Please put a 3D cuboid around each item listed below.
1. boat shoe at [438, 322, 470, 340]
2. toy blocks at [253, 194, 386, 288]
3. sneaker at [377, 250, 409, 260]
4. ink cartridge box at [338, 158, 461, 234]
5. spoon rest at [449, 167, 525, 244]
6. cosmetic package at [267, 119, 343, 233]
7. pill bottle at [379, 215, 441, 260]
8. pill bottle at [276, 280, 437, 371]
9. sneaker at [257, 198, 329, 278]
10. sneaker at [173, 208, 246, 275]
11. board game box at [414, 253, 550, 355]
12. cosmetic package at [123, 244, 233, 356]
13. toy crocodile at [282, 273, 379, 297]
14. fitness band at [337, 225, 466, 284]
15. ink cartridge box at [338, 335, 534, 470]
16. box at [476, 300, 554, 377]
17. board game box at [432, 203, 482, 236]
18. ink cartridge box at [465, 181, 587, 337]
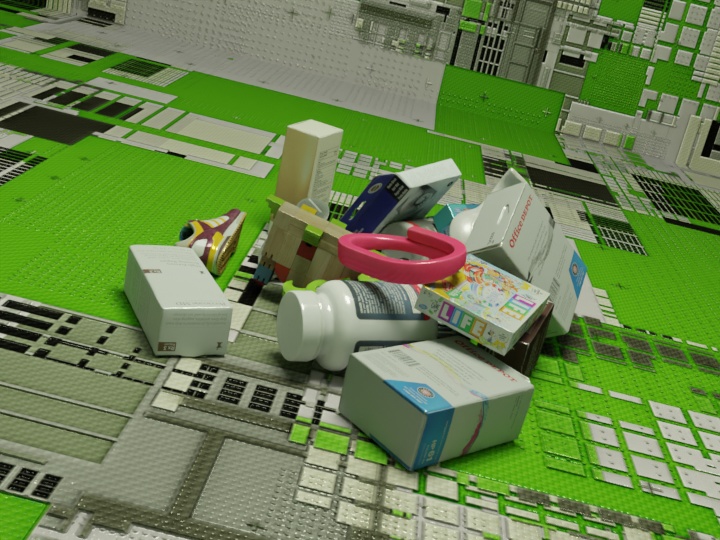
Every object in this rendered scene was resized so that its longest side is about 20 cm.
[{"bbox_3d":[0.076,0.075,1.421,0.198,0.063,0.072,23,24,26],"label":"boat shoe"},{"bbox_3d":[-0.076,-0.006,1.447,0.197,0.139,0.100,25,20,0],"label":"toy blocks"},{"bbox_3d":[0.000,0.000,1.509,0.197,0.086,0.076,8,5,29],"label":"sneaker"},{"bbox_3d":[0.052,-0.101,1.632,0.198,0.200,0.041,-17,67,-44],"label":"ink cartridge box"},{"bbox_3d":[0.210,-0.083,1.586,0.099,0.061,0.201,42,56,-8],"label":"spoon rest"},{"bbox_3d":[-0.099,-0.159,1.723,0.070,0.204,0.105,19,20,18],"label":"cosmetic package"},{"bbox_3d":[0.125,-0.037,1.673,0.113,0.116,0.198,27,24,34],"label":"pill bottle"},{"bbox_3d":[-0.006,0.074,1.288,0.197,0.122,0.120,3,22,-28],"label":"pill bottle"},{"bbox_3d":[-0.110,-0.037,1.600,0.069,0.081,0.201,25,42,11],"label":"sneaker"},{"bbox_3d":[-0.243,-0.061,1.556,0.089,0.076,0.200,18,19,-3],"label":"sneaker"},{"bbox_3d":[0.169,0.041,1.300,0.133,0.035,0.199,27,23,16],"label":"board game box"},{"bbox_3d":[-0.250,0.037,1.298,0.100,0.075,0.200,1,22,-29],"label":"cosmetic package"},{"bbox_3d":[-0.018,0.035,1.393,0.196,0.068,0.062,-9,38,3],"label":"toy crocodile"},{"bbox_3d":[0.055,-0.022,1.312,0.142,0.038,0.199,-14,21,-35],"label":"fitness band"},{"bbox_3d":[0.095,0.157,1.186,0.198,0.086,0.144,-7,28,-41],"label":"ink cartridge box"},{"bbox_3d":[0.216,0.108,1.374,0.074,0.102,0.200,18,20,14],"label":"box"},{"bbox_3d":[0.220,-0.014,1.611,0.149,0.047,0.203,-2,62,-40],"label":"board game box"},{"bbox_3d":[0.261,-0.013,1.512,0.083,0.201,0.146,-15,36,43],"label":"ink cartridge box"}]
